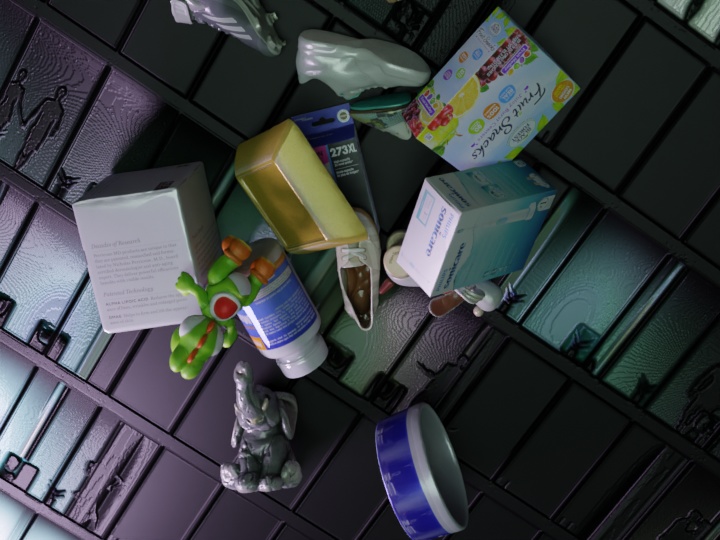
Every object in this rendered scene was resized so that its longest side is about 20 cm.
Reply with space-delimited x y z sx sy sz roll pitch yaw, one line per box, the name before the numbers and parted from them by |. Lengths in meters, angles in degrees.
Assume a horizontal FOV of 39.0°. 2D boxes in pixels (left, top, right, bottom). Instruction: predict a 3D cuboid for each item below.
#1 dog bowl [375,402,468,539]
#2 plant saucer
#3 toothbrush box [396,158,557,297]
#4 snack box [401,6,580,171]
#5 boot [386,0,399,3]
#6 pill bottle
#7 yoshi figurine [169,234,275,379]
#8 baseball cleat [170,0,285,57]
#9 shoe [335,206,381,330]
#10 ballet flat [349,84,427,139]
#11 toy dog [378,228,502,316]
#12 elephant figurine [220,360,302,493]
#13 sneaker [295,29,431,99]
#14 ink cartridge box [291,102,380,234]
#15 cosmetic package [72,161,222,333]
dog bowl | 0.097 0.316 1.590 0.078 0.201 0.203 -21 106 14
plant saucer | -0.101 -0.104 1.473 0.048 0.199 0.202 -41 105 -25
toothbrush box | 0.164 -0.062 1.439 0.085 0.198 0.148 45 134 32
snack box | 0.183 -0.237 1.425 0.200 0.068 0.168 -45 134 17
boot | -0.045 -0.421 1.410 0.154 0.074 0.200 -31 125 22
pill bottle | -0.129 0.062 1.563 0.110 0.113 0.202 -22 113 12
yoshi figurine | -0.209 0.057 1.433 0.111 0.112 0.202 26 75 21
baseball cleat | -0.197 -0.363 1.430 0.105 0.071 0.200 -22 136 24
shoe | 0.000 0.000 1.544 0.068 0.054 0.203 -5 122 2
ballet flat | 0.083 -0.233 1.477 0.196 0.069 0.072 -17 116 7
toy dog | 0.105 0.023 1.533 0.199 0.131 0.098 35 111 20
elephant figurine | -0.156 0.247 1.633 0.139 0.154 0.205 -1 83 -30
sneaker | 0.003 -0.284 1.469 0.196 0.076 0.090 15 122 6
ink cartridge box | -0.038 -0.141 1.533 0.093 0.037 0.204 -12 106 8
cosmetic package | -0.307 -0.038 1.520 0.161 0.165 0.204 -8 108 7
